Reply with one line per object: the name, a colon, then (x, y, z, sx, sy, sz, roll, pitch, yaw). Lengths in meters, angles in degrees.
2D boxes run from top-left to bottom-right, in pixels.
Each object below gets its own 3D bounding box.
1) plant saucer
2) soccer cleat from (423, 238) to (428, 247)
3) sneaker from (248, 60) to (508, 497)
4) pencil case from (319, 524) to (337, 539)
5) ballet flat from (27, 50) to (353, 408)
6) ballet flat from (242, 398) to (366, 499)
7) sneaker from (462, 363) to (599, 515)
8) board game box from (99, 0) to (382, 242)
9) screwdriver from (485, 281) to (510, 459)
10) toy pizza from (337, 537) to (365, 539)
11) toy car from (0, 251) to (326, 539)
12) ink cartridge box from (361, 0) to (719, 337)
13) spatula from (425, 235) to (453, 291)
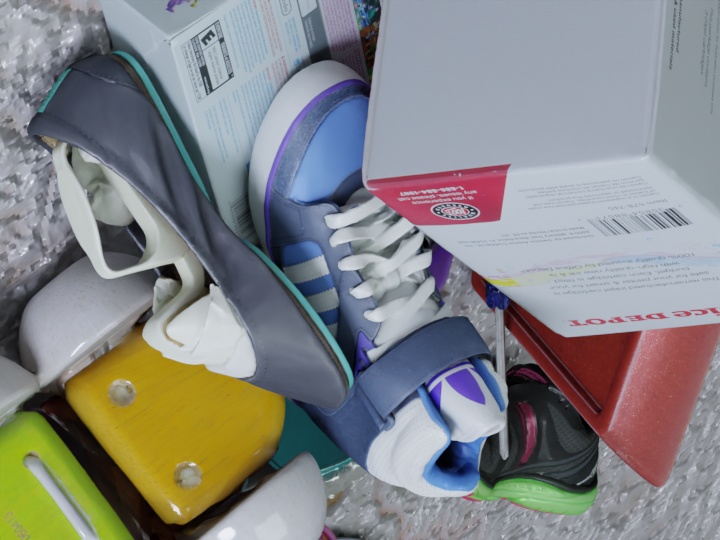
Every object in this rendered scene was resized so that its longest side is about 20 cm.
plant saucer: (0.127, -0.020, 1.521, 0.037, 0.200, 0.200, 1, 121, -28)
soccer cleat: (0.000, 0.000, 1.494, 0.200, 0.068, 0.081, -42, 144, -21)
sneaker: (0.022, 0.013, 1.346, 0.081, 0.146, 0.200, -27, 134, -33)
pencil case: (-0.087, 0.195, 1.467, 0.200, 0.088, 0.087, -24, 148, 15)
ballet flat: (-0.084, -0.005, 1.315, 0.073, 0.073, 0.200, -38, 100, -21)
ballet flat: (-0.064, 0.111, 1.522, 0.200, 0.072, 0.072, -23, 136, -27)
sneaker: (0.075, 0.090, 1.667, 0.200, 0.077, 0.084, 15, 90, -56)
board game box: (-0.018, -0.126, 1.366, 0.200, 0.064, 0.148, -37, 143, -20)
screwdriver: (0.073, 0.032, 1.547, 0.029, 0.028, 0.200, -50, 148, -45)
toy pizza: (-0.045, 0.245, 1.681, 0.200, 0.032, 0.200, -30, 139, -30)
toy car: (-0.130, 0.104, 1.378, 0.200, 0.175, 0.150, -37, 179, -23)
ink cartridge box: (0.117, -0.071, 1.336, 0.200, 0.145, 0.145, 37, 54, -52)
spatula: (0.027, -0.045, 1.415, 0.057, 0.021, 0.200, -45, 145, -34)
